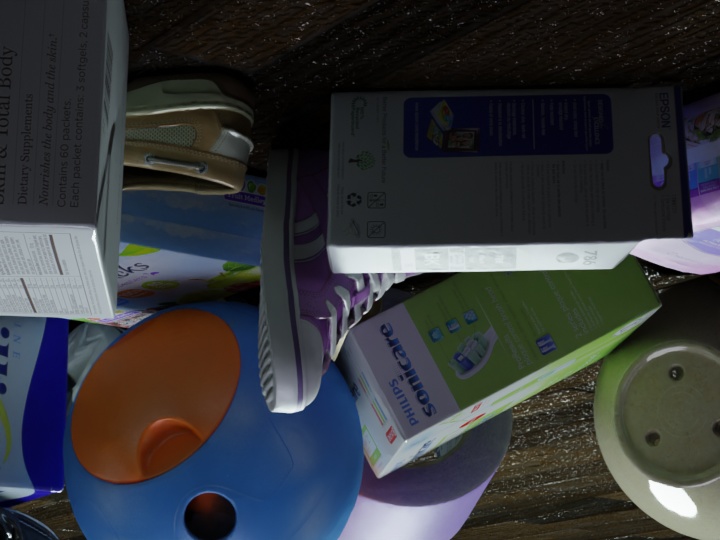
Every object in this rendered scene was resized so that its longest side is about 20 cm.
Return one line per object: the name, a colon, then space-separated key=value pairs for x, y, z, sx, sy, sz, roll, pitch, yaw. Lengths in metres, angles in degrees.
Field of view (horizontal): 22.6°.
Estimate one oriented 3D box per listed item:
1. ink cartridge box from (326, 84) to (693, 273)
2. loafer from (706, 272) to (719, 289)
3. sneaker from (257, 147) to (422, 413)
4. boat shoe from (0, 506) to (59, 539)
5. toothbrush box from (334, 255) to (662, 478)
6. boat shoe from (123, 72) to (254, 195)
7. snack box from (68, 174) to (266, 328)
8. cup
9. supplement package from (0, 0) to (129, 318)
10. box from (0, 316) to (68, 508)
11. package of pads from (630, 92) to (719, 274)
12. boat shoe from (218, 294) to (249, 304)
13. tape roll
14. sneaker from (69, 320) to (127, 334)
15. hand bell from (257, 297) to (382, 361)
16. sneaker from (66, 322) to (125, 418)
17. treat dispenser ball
ink cartridge box: x=0.081 y=-0.050 z=0.994 sx=0.197 sy=0.100 sz=0.039 roll=0 pitch=153 yaw=5
loafer: x=0.286 y=-0.010 z=1.193 sx=0.071 sy=0.074 sz=0.200 roll=5 pitch=163 yaw=-3
sneaker: x=-0.003 y=0.000 z=1.037 sx=0.113 sy=0.202 sz=0.073 roll=4 pitch=135 yaw=-2
boat shoe: x=-0.268 y=0.185 z=1.232 sx=0.066 sy=0.071 sz=0.199 roll=-10 pitch=155 yaw=37
toothbrush box: x=0.086 y=0.049 z=1.226 sx=0.198 sy=0.087 sz=0.146 roll=-25 pitch=169 yaw=-14
boat shoe: x=-0.156 y=-0.062 z=1.006 sx=0.198 sy=0.077 sz=0.072 roll=-5 pitch=164 yaw=21
snack box: x=-0.164 y=-0.019 z=1.172 sx=0.167 sy=0.069 sz=0.199 roll=11 pitch=161 yaw=-39
cup: x=0.250 y=0.100 z=1.294 sx=0.198 sy=0.203 sz=0.143 roll=-7 pitch=174 yaw=24
supplement package: x=-0.213 y=-0.071 z=0.834 sx=0.197 sy=0.154 sz=0.151 roll=2 pitch=164 yaw=-4
box: x=-0.311 y=0.062 z=1.248 sx=0.198 sy=0.186 sz=0.105 roll=11 pitch=160 yaw=-35
package of pads: x=0.233 y=-0.056 z=1.023 sx=0.120 sy=0.077 sz=0.199 roll=11 pitch=161 yaw=-41
boat shoe: x=-0.088 y=0.052 z=1.456 sx=0.062 sy=0.073 sz=0.200 roll=-23 pitch=167 yaw=-10
tape roll: x=0.010 y=0.114 z=1.366 sx=0.198 sy=0.202 sz=0.085 roll=6 pitch=141 yaw=-18
sneaker: x=-0.243 y=0.035 z=1.389 sx=0.197 sy=0.077 sz=0.088 roll=-6 pitch=154 yaw=0
hand bell: x=0.000 y=0.000 z=1.254 sx=0.103 sy=0.105 sz=0.200 roll=5 pitch=150 yaw=-17
sneaker: x=-0.214 y=0.131 z=1.384 sx=0.199 sy=0.080 sz=0.129 roll=-48 pitch=136 yaw=13
treat dispenser ball: x=-0.097 y=0.121 z=1.190 sx=0.198 sy=0.203 sz=0.201 roll=0 pitch=164 yaw=0
